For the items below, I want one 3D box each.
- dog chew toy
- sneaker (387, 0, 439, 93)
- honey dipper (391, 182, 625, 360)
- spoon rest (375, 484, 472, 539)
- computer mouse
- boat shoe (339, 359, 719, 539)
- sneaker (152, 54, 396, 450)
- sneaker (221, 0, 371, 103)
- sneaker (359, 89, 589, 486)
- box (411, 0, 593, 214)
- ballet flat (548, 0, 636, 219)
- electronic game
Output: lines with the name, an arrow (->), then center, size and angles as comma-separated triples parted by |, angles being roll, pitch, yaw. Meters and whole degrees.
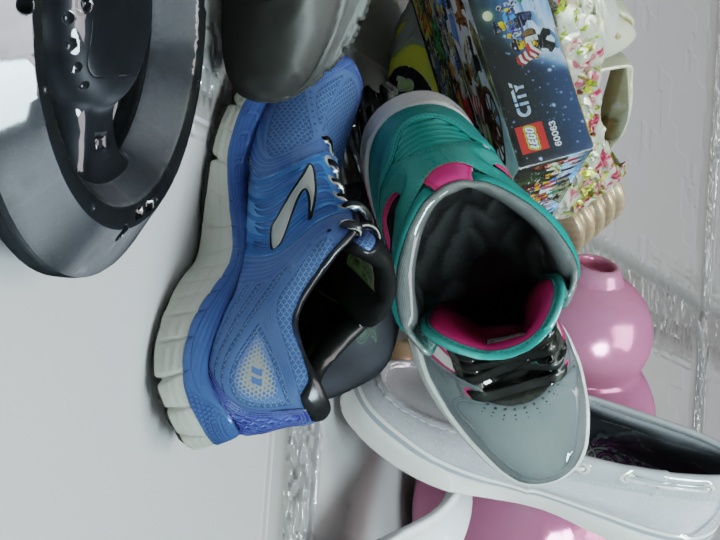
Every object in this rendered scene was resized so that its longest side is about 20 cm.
dog chew toy -> 0.100, 0.086, 1.572 | 0.125, 0.124, 0.200 | -48, 155, -64
sneaker -> 0.051, -0.083, 1.564 | 0.076, 0.075, 0.200 | -60, 152, -15
honey dipper -> 0.073, 0.005, 1.576 | 0.200, 0.038, 0.038 | -40, 134, -40
spoon rest -> 0.014, 0.146, 1.462 | 0.099, 0.061, 0.200 | 74, 24, -45
computer mouse -> 0.000, 0.000, 1.410 | 0.200, 0.053, 0.139 | -48, 138, -64
boat shoe -> 0.091, 0.081, 1.468 | 0.072, 0.200, 0.069 | -67, -178, -51
sneaker -> -0.021, -0.010, 1.277 | 0.079, 0.089, 0.200 | 64, 32, -51
sneaker -> -0.040, -0.169, 1.248 | 0.091, 0.076, 0.200 | -6, 108, -46
sneaker -> 0.062, 0.025, 1.319 | 0.121, 0.084, 0.200 | -112, 178, -68
box -> 0.054, -0.128, 1.404 | 0.137, 0.038, 0.200 | 111, -37, -76
ballet flat -> 0.104, -0.104, 1.473 | 0.200, 0.064, 0.076 | 86, -20, -54
electronic game -> -0.103, -0.097, 1.085 | 0.200, 0.042, 0.200 | 3, 90, -72
